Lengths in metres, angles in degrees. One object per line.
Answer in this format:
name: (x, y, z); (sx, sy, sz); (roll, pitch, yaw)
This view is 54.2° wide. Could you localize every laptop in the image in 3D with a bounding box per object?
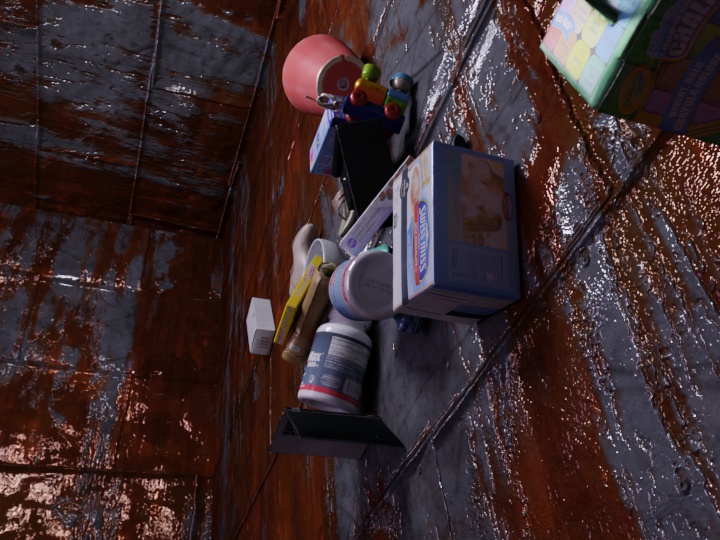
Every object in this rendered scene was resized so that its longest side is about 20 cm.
laptop: (-0.049, 0.312, 1.239); (0.117, 0.183, 0.202); (-101, 27, -47)

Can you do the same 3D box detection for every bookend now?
bookend: (0.010, -0.155, 1.380); (0.200, 0.090, 0.203); (105, 153, -72)

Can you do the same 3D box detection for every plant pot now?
plant pot: (-0.071, -0.460, 1.703); (0.177, 0.197, 0.204); (43, 123, 58)

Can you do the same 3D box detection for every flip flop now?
flip flop: (-0.039, -0.175, 1.647); (0.081, 0.056, 0.204); (149, 127, -67)

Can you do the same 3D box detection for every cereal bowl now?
cereal bowl: (-0.077, 0.031, 1.629); (0.200, 0.082, 0.205); (-171, 90, -72)

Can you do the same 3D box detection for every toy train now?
toy train: (0.002, -0.352, 1.368); (0.085, 0.196, 0.118); (115, 176, -71)

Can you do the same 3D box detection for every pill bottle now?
pill bottle: (-0.041, 0.169, 1.377); (0.119, 0.118, 0.204); (144, 144, -65)
pill bottle: (0.006, 0.030, 1.184); (0.200, 0.106, 0.111); (160, 117, -75)

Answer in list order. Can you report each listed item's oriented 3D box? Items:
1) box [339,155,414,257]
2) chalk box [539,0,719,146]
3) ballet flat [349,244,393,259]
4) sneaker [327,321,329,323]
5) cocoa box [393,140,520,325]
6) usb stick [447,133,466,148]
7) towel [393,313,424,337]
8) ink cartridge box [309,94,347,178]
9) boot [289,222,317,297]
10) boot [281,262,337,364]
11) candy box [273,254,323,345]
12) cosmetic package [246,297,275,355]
box: (0.038, -0.111, 1.237); (0.201, 0.039, 0.041); (-52, 0, -7)
chalk box: (0.237, -0.199, 0.574); (0.126, 0.196, 0.125); (-102, 28, -49)
ballet flat: (0.000, 0.000, 1.425); (0.200, 0.069, 0.069); (136, 140, -61)
sneaker: (-0.048, 0.191, 1.473); (0.082, 0.076, 0.205); (157, 120, -68)
cocoa box: (0.126, -0.047, 0.953); (0.131, 0.131, 0.204); (139, 136, -62)
usb stick: (0.122, -0.154, 1.178); (0.200, 0.032, 0.056); (129, 151, -59)
towel: (0.097, -0.004, 1.160); (0.112, 0.048, 0.204); (-116, 37, -67)
ink cartridge box: (-0.021, -0.293, 1.523); (0.201, 0.134, 0.077); (118, 152, -46)
boot: (-0.145, -0.006, 1.902); (0.147, 0.069, 0.203); (-115, 36, -50)
boot: (-0.087, 0.078, 1.449); (0.175, 0.065, 0.203); (-65, -3, -72)
candy box: (-0.127, 0.059, 1.475); (0.201, 0.026, 0.104); (-65, -5, -56)
cosmetic package: (-0.339, 0.187, 2.388); (0.201, 0.073, 0.103); (-117, 40, -59)
